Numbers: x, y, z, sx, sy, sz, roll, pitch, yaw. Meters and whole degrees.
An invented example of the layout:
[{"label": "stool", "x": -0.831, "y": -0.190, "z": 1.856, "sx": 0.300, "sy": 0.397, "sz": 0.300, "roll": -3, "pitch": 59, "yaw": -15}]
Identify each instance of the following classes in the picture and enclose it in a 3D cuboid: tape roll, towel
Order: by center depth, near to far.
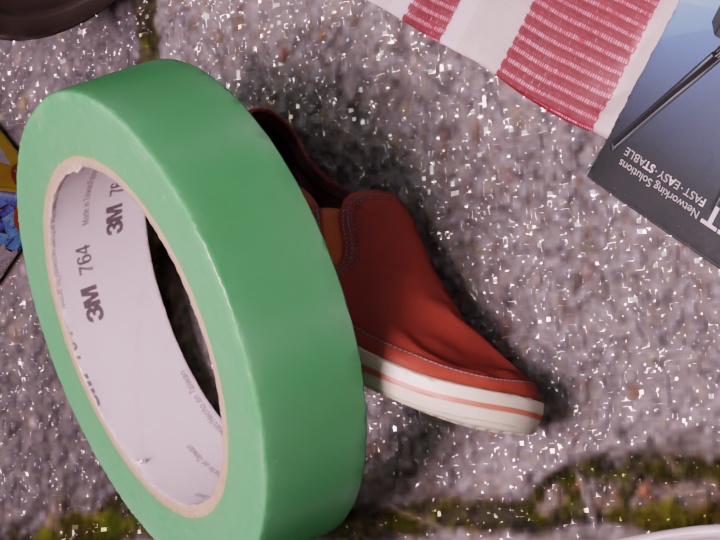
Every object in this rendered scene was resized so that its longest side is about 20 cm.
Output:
[{"label": "towel", "x": 0.068, "y": -0.150, "z": 0.912, "sx": 0.200, "sy": 0.023, "sz": 0.145, "roll": 34, "pitch": 104, "yaw": 31}, {"label": "tape roll", "x": -0.071, "y": 0.019, "z": 0.921, "sx": 0.200, "sy": 0.048, "sz": 0.201, "roll": 42, "pitch": 143, "yaw": 42}]

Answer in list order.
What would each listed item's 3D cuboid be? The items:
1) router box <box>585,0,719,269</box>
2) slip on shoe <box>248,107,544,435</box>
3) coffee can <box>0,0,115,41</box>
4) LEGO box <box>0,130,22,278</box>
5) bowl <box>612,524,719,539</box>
[{"label": "router box", "x": 0.193, "y": -0.046, "z": 0.787, "sx": 0.200, "sy": 0.062, "sz": 0.150, "roll": 37, "pitch": 109, "yaw": 32}, {"label": "slip on shoe", "x": 0.000, "y": 0.000, "z": 0.922, "sx": 0.200, "sy": 0.074, "sz": 0.061, "roll": 41, "pitch": 107, "yaw": 36}, {"label": "coffee can", "x": -0.187, "y": -0.212, "z": 1.023, "sx": 0.200, "sy": 0.146, "sz": 0.147, "roll": 38, "pitch": 108, "yaw": 32}, {"label": "LEGO box", "x": -0.258, "y": -0.047, "z": 1.105, "sx": 0.200, "sy": 0.077, "sz": 0.149, "roll": 49, "pitch": 114, "yaw": 28}, {"label": "bowl", "x": 0.105, "y": 0.199, "z": 0.827, "sx": 0.199, "sy": 0.074, "sz": 0.201, "roll": -20, "pitch": 75, "yaw": 33}]
